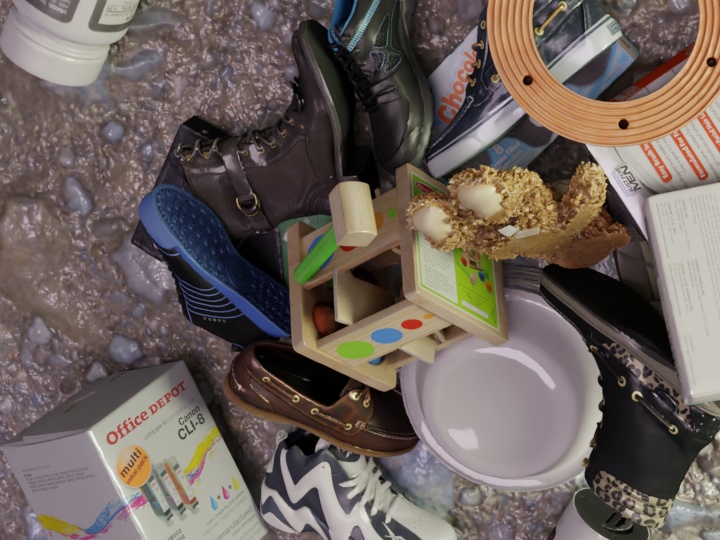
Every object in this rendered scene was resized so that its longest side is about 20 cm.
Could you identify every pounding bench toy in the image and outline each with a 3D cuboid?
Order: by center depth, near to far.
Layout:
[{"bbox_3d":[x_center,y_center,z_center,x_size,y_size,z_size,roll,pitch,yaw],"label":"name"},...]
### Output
[{"bbox_3d":[0.000,0.000,1.391,0.156,0.125,0.200,-25,144,33],"label":"pounding bench toy"}]

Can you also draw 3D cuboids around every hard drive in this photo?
[{"bbox_3d":[-0.102,-0.037,1.538,0.200,0.038,0.140,30,117,7],"label":"hard drive"}]

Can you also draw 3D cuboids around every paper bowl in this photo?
[{"bbox_3d":[0.133,0.105,1.476,0.200,0.104,0.202,6,111,16],"label":"paper bowl"}]

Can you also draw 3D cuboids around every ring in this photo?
[{"bbox_3d":[0.199,-0.196,1.287,0.199,0.019,0.201,0,89,8],"label":"ring"}]

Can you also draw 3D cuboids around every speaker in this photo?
[{"bbox_3d":[0.192,0.302,1.544,0.081,0.081,0.200,29,117,6],"label":"speaker"}]

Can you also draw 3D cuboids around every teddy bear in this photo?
[{"bbox_3d":[0.128,-0.051,1.324,0.145,0.199,0.067,-50,47,53],"label":"teddy bear"}]

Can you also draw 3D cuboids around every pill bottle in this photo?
[{"bbox_3d":[-0.243,-0.271,1.453,0.113,0.113,0.200,31,116,5],"label":"pill bottle"}]

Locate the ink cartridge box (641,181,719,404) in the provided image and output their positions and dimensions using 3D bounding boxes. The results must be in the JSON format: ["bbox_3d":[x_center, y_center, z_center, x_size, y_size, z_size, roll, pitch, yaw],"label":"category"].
[{"bbox_3d":[0.330,0.005,1.264,0.199,0.050,0.162,-10,78,3],"label":"ink cartridge box"}]

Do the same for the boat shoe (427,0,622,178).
[{"bbox_3d":[0.114,-0.167,1.359,0.200,0.071,0.091,-40,86,23],"label":"boat shoe"}]

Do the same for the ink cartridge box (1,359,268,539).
[{"bbox_3d":[-0.218,0.211,1.596,0.144,0.145,0.201,-15,106,42],"label":"ink cartridge box"}]

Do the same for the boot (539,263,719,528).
[{"bbox_3d":[0.207,0.102,1.370,0.203,0.073,0.154,39,125,29],"label":"boot"}]

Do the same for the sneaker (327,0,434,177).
[{"bbox_3d":[0.008,-0.176,1.391,0.073,0.082,0.201,-16,81,57],"label":"sneaker"}]

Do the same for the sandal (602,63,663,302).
[{"bbox_3d":[0.241,-0.075,1.395,0.081,0.055,0.201,-9,105,2],"label":"sandal"}]

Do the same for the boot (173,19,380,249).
[{"bbox_3d":[-0.085,-0.111,1.441,0.173,0.069,0.201,-7,114,20],"label":"boot"}]

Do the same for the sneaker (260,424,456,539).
[{"bbox_3d":[0.000,0.201,1.571,0.198,0.079,0.130,19,124,22],"label":"sneaker"}]

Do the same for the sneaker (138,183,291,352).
[{"bbox_3d":[-0.142,0.006,1.481,0.078,0.070,0.200,-23,125,30],"label":"sneaker"}]

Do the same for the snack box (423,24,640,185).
[{"bbox_3d":[0.128,-0.156,1.413,0.116,0.037,0.200,45,118,0],"label":"snack box"}]

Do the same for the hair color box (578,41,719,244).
[{"bbox_3d":[0.282,-0.124,1.325,0.200,0.064,0.111,-34,98,5],"label":"hair color box"}]

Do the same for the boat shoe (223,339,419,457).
[{"bbox_3d":[-0.024,0.116,1.515,0.199,0.071,0.070,16,137,-19],"label":"boat shoe"}]
